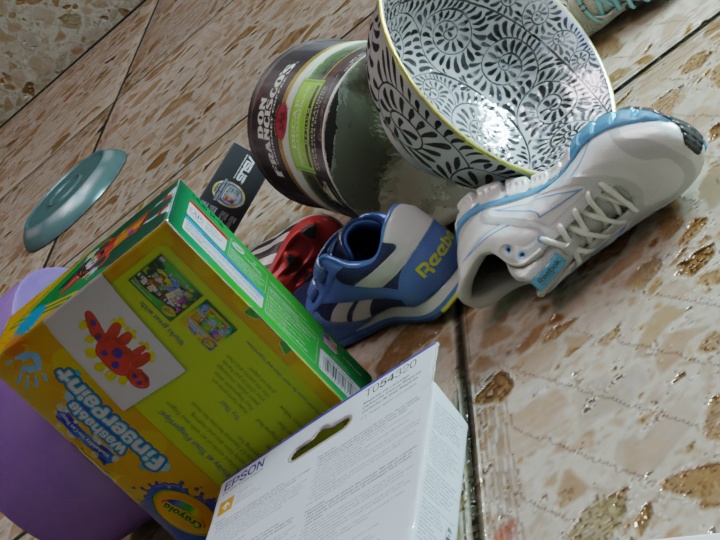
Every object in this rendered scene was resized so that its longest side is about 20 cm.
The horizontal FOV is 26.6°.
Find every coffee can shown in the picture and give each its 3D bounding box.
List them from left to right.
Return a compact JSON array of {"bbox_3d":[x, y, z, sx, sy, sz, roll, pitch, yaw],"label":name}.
[{"bbox_3d":[0.007,-0.113,1.225,0.146,0.146,0.200,-47,21,-9],"label":"coffee can"}]

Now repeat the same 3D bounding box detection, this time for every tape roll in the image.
[{"bbox_3d":[-0.210,0.102,1.135,0.085,0.200,0.200,-35,22,20],"label":"tape roll"}]

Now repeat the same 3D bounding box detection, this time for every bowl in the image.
[{"bbox_3d":[0.074,-0.125,1.072,0.094,0.201,0.201,-44,14,44],"label":"bowl"}]

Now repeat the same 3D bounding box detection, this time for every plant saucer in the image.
[{"bbox_3d":[-0.417,-0.108,2.190,0.200,0.027,0.200,-37,22,17],"label":"plant saucer"}]

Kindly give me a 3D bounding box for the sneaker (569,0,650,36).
[{"bbox_3d":[0.212,-0.244,1.200,0.200,0.078,0.086,-40,24,12],"label":"sneaker"}]

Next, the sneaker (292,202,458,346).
[{"bbox_3d":[0.000,0.000,1.110,0.200,0.082,0.074,-22,31,49],"label":"sneaker"}]

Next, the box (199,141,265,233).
[{"bbox_3d":[-0.159,0.000,1.384,0.160,0.044,0.200,-55,8,45],"label":"box"}]

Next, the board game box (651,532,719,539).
[{"bbox_3d":[0.127,0.165,0.612,0.200,0.035,0.126,-19,31,49],"label":"board game box"}]

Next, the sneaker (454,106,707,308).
[{"bbox_3d":[0.133,-0.028,0.950,0.200,0.075,0.087,-32,32,44],"label":"sneaker"}]

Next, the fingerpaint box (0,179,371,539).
[{"bbox_3d":[-0.118,0.068,1.028,0.167,0.200,0.073,-38,20,18],"label":"fingerpaint box"}]

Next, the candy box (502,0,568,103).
[{"bbox_3d":[0.102,-0.188,1.231,0.055,0.116,0.200,-6,11,-19],"label":"candy box"}]

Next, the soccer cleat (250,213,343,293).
[{"bbox_3d":[-0.092,0.026,1.267,0.200,0.069,0.085,-42,9,0],"label":"soccer cleat"}]

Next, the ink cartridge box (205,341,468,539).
[{"bbox_3d":[-0.023,0.157,0.905,0.196,0.043,0.200,-35,20,26],"label":"ink cartridge box"}]
